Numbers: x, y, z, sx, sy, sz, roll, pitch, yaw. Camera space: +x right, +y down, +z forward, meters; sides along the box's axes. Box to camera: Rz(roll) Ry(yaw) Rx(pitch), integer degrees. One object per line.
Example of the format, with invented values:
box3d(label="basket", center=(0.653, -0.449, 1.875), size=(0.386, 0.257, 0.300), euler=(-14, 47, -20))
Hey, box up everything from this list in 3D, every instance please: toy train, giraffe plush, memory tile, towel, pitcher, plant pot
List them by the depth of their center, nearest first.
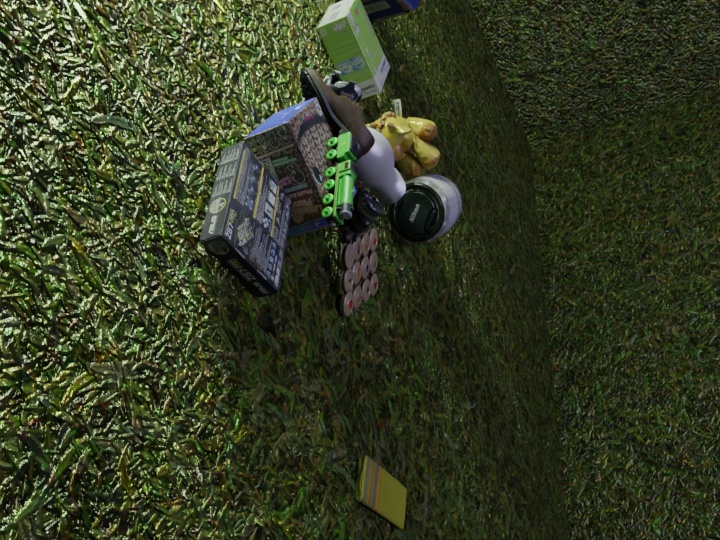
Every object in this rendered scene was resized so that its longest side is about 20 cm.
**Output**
box3d(label="toy train", center=(-0.033, -0.164, 1.294), size=(0.042, 0.056, 0.201), euler=(46, 37, -48))
box3d(label="towel", center=(0.042, 0.438, 1.423), size=(0.200, 0.018, 0.087), euler=(50, 40, -46))
box3d(label="memory tile", center=(0.000, 0.000, 1.510), size=(0.200, 0.017, 0.155), euler=(-34, 127, -64))
box3d(label="pitcher", center=(0.012, -0.256, 1.638), size=(0.172, 0.121, 0.200), euler=(58, 8, 29))
box3d(label="giraffe plush", center=(0.088, -0.321, 1.762), size=(0.201, 0.172, 0.162), euler=(67, 25, -1))
box3d(label="plant pot", center=(0.041, -0.760, 1.867), size=(0.200, 0.198, 0.181), euler=(6, 79, -65))

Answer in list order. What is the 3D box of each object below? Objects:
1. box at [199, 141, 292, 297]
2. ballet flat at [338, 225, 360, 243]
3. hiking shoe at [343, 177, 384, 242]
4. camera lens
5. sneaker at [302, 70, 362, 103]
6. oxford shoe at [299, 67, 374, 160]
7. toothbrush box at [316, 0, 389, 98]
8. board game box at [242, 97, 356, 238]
box3d(label="box", center=(-0.178, -0.082, 1.180), size=(0.161, 0.049, 0.201), euler=(52, 33, -46))
box3d(label="ballet flat", center=(-0.003, -0.109, 1.581), size=(0.200, 0.067, 0.047), euler=(-60, 163, -57))
box3d(label="hiking shoe", center=(-0.035, -0.145, 1.483), size=(0.076, 0.101, 0.200), euler=(30, 16, -40))
box3d(label="camera lens", center=(0.166, -0.160, 1.844), size=(0.200, 0.159, 0.161), euler=(-31, 105, -65))
box3d(label="sneaker", center=(-0.045, -0.313, 1.453), size=(0.079, 0.130, 0.200), euler=(10, 54, -34))
box3d(label="oxford shoe", center=(-0.044, -0.309, 1.397), size=(0.084, 0.073, 0.201), euler=(-38, 98, -23))
box3d(label="toothbrush box", center=(-0.013, -0.534, 1.745), size=(0.201, 0.086, 0.146), euler=(59, 28, -31))
box3d(label="board game box", center=(-0.106, -0.191, 1.338), size=(0.201, 0.096, 0.160), euler=(66, 26, -21))
